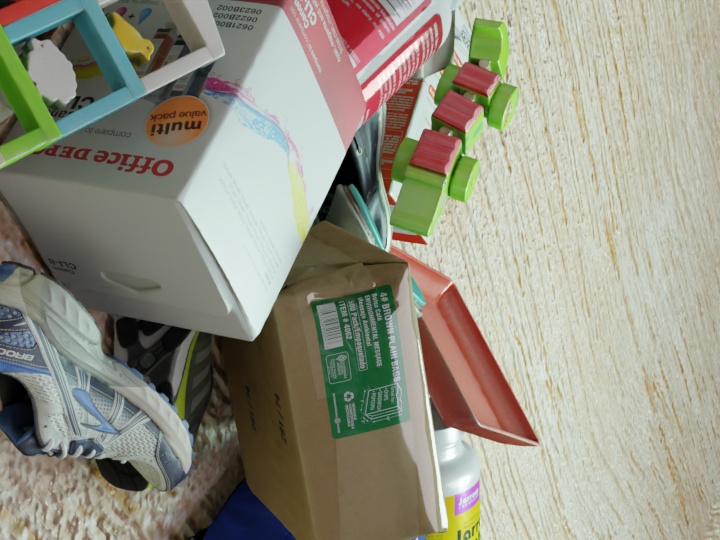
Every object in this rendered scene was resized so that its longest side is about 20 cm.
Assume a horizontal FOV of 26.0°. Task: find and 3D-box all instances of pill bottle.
[{"bbox_3d":[0.066,0.231,1.531,0.104,0.104,0.201,-37,131,-56],"label":"pill bottle"},{"bbox_3d":[-0.004,-0.182,1.172,0.200,0.112,0.113,-46,141,-24],"label":"pill bottle"}]

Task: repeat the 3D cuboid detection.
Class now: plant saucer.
[{"bbox_3d":[0.086,0.081,1.495,0.200,0.037,0.200,63,15,21],"label":"plant saucer"}]

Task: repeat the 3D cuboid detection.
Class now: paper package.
[{"bbox_3d":[-0.026,0.082,1.117,0.103,0.190,0.202,-14,105,-18],"label":"paper package"}]

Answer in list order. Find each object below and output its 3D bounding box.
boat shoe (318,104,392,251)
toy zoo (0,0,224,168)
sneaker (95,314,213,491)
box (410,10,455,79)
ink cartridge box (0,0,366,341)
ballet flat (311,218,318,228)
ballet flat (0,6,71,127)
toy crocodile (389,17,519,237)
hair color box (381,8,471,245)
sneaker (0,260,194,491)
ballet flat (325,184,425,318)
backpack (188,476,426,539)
[{"bbox_3d":[-0.015,-0.069,1.292,0.062,0.074,0.201,-36,138,-41],"label":"boat shoe"},{"bbox_3d":[-0.160,-0.151,0.870,0.200,0.020,0.132,-34,98,-36],"label":"toy zoo"},{"bbox_3d":[-0.134,0.053,1.098,0.081,0.073,0.201,17,88,-75],"label":"sneaker"},{"bbox_3d":[0.027,-0.266,1.295,0.078,0.094,0.202,-32,128,-60],"label":"box"},{"bbox_3d":[-0.111,-0.083,0.995,0.201,0.144,0.145,-66,151,-30],"label":"ink cartridge box"},{"bbox_3d":[-0.070,0.033,1.220,0.072,0.072,0.202,-22,116,-62],"label":"ballet flat"},{"bbox_3d":[-0.197,-0.140,0.888,0.201,0.063,0.069,-69,152,-25],"label":"ballet flat"},{"bbox_3d":[0.078,-0.118,1.294,0.201,0.067,0.062,-62,164,-19],"label":"toy crocodile"},{"bbox_3d":[0.046,-0.139,1.414,0.111,0.064,0.201,48,56,-58],"label":"hair color box"},{"bbox_3d":[-0.184,0.085,0.977,0.085,0.077,0.200,-53,128,-21],"label":"sneaker"},{"bbox_3d":[0.000,0.000,1.245,0.068,0.063,0.200,65,5,29],"label":"ballet flat"},{"bbox_3d":[-0.025,0.232,1.267,0.200,0.167,0.163,-58,153,-49],"label":"backpack"}]
